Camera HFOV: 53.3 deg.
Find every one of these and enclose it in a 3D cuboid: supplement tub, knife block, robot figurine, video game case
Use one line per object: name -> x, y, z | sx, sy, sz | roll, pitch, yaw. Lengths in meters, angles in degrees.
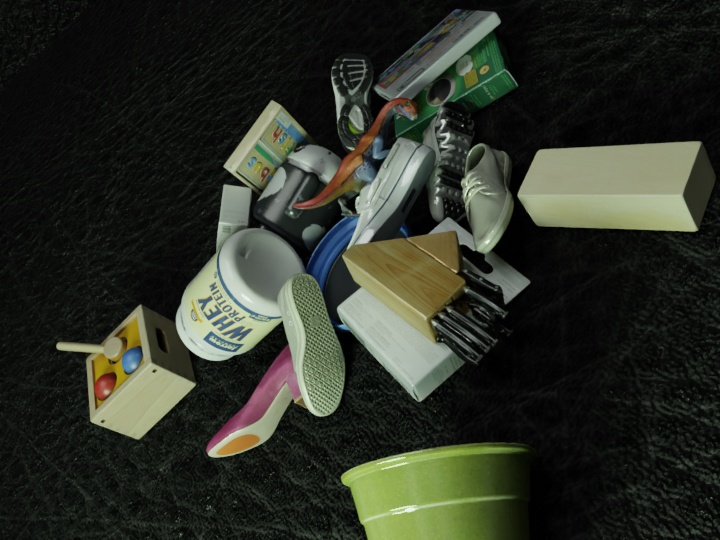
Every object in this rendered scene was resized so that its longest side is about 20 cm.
supplement tub -> -0.190, 0.043, 1.117 | 0.200, 0.145, 0.146 | -41, 38, 40
knife block -> 0.078, 0.044, 0.866 | 0.199, 0.064, 0.176 | -7, 54, 13
robot figurine -> -0.101, -0.110, 1.176 | 0.150, 0.125, 0.200 | 29, 85, 46
video game case -> 0.114, -0.347, 1.161 | 0.200, 0.023, 0.182 | -40, 24, 5

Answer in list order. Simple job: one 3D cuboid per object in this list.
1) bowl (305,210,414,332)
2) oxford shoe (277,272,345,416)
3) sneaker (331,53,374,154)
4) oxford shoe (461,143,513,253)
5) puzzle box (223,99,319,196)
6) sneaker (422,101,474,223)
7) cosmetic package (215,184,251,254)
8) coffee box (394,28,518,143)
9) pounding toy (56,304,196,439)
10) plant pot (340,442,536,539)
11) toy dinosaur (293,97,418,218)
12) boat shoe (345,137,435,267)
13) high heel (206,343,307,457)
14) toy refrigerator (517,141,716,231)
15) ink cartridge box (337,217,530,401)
bowl -> 0.000, 0.000, 1.069 | 0.200, 0.039, 0.201 | -24, 48, 30
oxford shoe -> -0.071, 0.104, 1.009 | 0.058, 0.075, 0.201 | -26, 76, 53
sneaker -> -0.015, -0.281, 1.226 | 0.073, 0.081, 0.201 | 2, 69, -3
oxford shoe -> 0.157, -0.096, 0.925 | 0.075, 0.058, 0.200 | -50, 18, 40
puzzle box -> -0.134, -0.181, 1.207 | 0.025, 0.200, 0.133 | 36, 89, 27
sneaker -> 0.121, -0.147, 1.043 | 0.081, 0.075, 0.201 | -34, 42, 49
cosmetic package -> -0.218, -0.046, 1.217 | 0.200, 0.050, 0.083 | 110, 161, -52
coffee box -> 0.142, -0.285, 1.130 | 0.200, 0.044, 0.123 | -29, 44, 26
pounding toy -> -0.420, 0.166, 1.275 | 0.184, 0.142, 0.200 | -43, 42, 12
plant pot -> 0.091, 0.284, 0.693 | 0.200, 0.200, 0.191 | -24, 61, 30
toy dinosaur -> 0.017, -0.168, 1.041 | 0.105, 0.199, 0.182 | 3, 88, 59
boat shoe -> 0.028, -0.090, 0.981 | 0.065, 0.074, 0.200 | 29, 79, 22
high heel -> -0.151, 0.189, 1.052 | 0.200, 0.067, 0.096 | -38, 52, 10
toy refrigerator -> 0.294, -0.095, 0.835 | 0.199, 0.070, 0.076 | 6, 60, 45
ink cartridge box -> 0.094, 0.045, 0.929 | 0.200, 0.057, 0.163 | -37, 54, -14
